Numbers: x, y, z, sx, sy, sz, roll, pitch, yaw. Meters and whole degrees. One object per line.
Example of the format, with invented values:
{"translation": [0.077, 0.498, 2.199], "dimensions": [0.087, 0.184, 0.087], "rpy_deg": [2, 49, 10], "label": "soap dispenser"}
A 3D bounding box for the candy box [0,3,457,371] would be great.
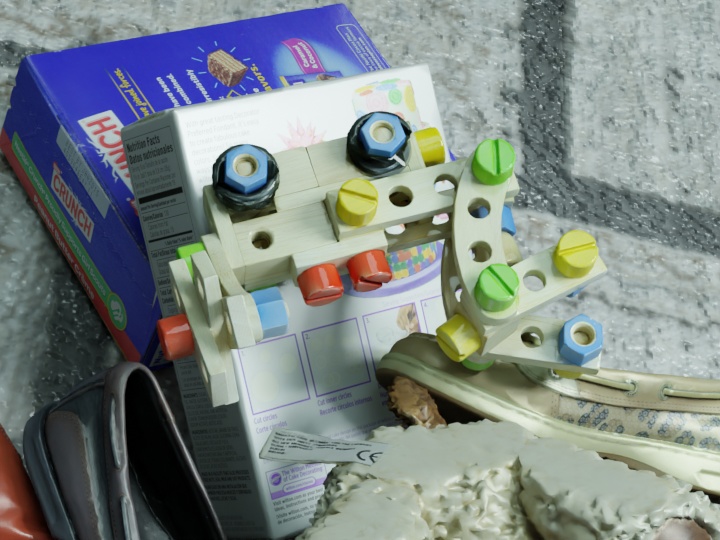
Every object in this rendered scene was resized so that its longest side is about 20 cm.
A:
{"translation": [-0.061, -0.047, 1.104], "dimensions": [0.200, 0.077, 0.169], "rpy_deg": [-12, 55, -33], "label": "candy box"}

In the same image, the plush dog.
{"translation": [0.040, 0.152, 0.888], "dimensions": [0.200, 0.172, 0.160], "rpy_deg": [-10, 26, -16], "label": "plush dog"}

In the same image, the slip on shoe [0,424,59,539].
{"translation": [-0.182, 0.086, 0.933], "dimensions": [0.074, 0.061, 0.200], "rpy_deg": [-19, 59, -38], "label": "slip on shoe"}

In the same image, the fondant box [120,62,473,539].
{"translation": [-0.018, 0.013, 0.999], "dimensions": [0.144, 0.058, 0.200], "rpy_deg": [-14, 93, -33], "label": "fondant box"}

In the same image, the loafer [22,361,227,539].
{"translation": [-0.079, 0.131, 0.900], "dimensions": [0.072, 0.063, 0.200], "rpy_deg": [-1, 56, -55], "label": "loafer"}

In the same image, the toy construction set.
{"translation": [0.000, 0.000, 0.899], "dimensions": [0.200, 0.092, 0.131], "rpy_deg": [-9, 67, -25], "label": "toy construction set"}

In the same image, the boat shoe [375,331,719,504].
{"translation": [0.102, 0.058, 0.983], "dimensions": [0.200, 0.073, 0.063], "rpy_deg": [18, 82, -21], "label": "boat shoe"}
